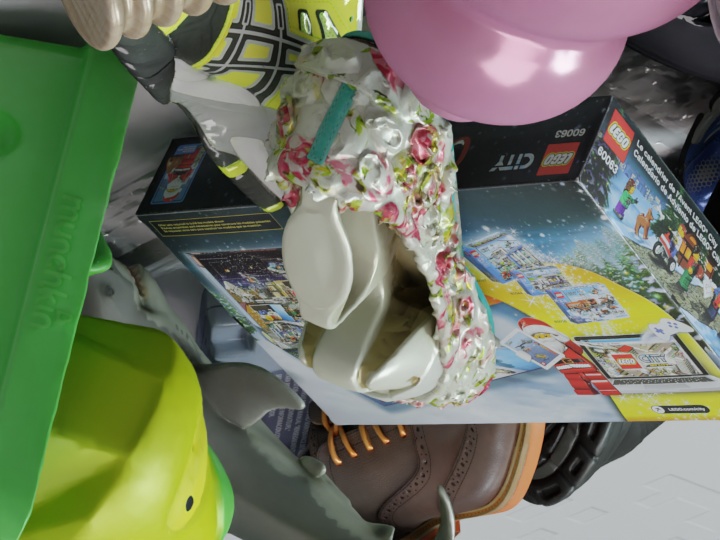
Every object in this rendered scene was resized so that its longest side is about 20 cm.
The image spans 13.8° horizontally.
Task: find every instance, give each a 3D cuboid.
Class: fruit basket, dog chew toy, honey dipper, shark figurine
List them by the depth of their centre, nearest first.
[{"bbox_3d":[0.062,-0.121,0.817,0.124,0.125,0.200,4,134,-27],"label":"dog chew toy"},{"bbox_3d":[0.005,-0.114,0.880,0.200,0.038,0.038,-23,160,-22],"label":"honey dipper"},{"bbox_3d":[-0.113,0.039,1.010,0.216,0.216,0.156,6,151,-30],"label":"fruit basket"},{"bbox_3d":[-0.049,0.093,1.151,0.089,0.214,0.128,-42,154,-18],"label":"shark figurine"}]

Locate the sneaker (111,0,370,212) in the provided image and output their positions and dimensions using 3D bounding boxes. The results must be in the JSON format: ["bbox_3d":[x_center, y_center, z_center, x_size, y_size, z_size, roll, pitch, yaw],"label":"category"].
[{"bbox_3d":[-0.046,-0.092,0.953,0.076,0.075,0.200,-36,153,5],"label":"sneaker"}]

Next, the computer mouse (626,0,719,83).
[{"bbox_3d":[0.126,-0.093,1.014,0.200,0.053,0.139,4,150,-27],"label":"computer mouse"}]

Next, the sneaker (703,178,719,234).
[{"bbox_3d":[0.203,-0.010,1.010,0.121,0.084,0.200,25,163,-11],"label":"sneaker"}]

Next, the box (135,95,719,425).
[{"bbox_3d":[0.036,0.001,1.063,0.200,0.038,0.137,-3,141,40],"label":"box"}]

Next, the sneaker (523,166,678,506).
[{"bbox_3d":[0.126,0.014,1.226,0.091,0.076,0.200,-21,161,-48],"label":"sneaker"}]

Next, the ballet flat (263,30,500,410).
[{"bbox_3d":[0.000,0.000,0.983,0.076,0.064,0.200,18,151,23],"label":"ballet flat"}]

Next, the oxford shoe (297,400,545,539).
[{"bbox_3d":[0.020,0.069,1.212,0.073,0.071,0.200,4,152,-19],"label":"oxford shoe"}]

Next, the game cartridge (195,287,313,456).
[{"bbox_3d":[-0.007,0.053,1.285,0.133,0.041,0.200,-2,154,-8],"label":"game cartridge"}]

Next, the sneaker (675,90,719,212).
[{"bbox_3d":[0.216,-0.043,1.103,0.200,0.089,0.079,-12,157,6],"label":"sneaker"}]

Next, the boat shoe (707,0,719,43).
[{"bbox_3d":[0.134,-0.077,0.881,0.072,0.200,0.069,-3,125,-12],"label":"boat shoe"}]
